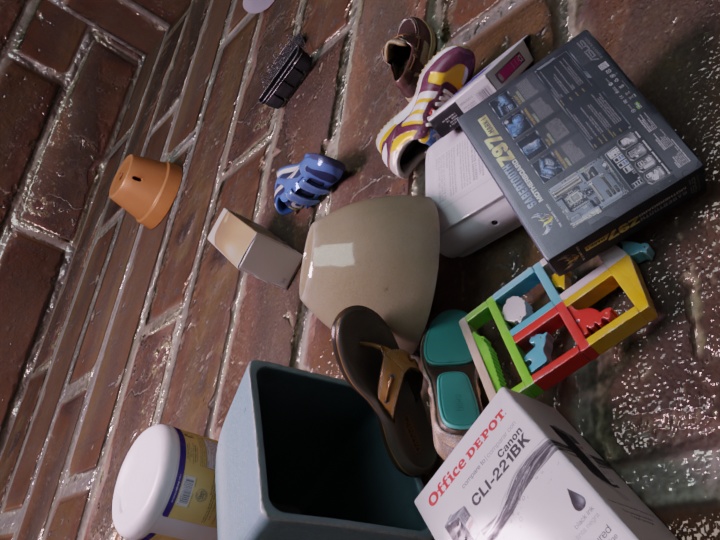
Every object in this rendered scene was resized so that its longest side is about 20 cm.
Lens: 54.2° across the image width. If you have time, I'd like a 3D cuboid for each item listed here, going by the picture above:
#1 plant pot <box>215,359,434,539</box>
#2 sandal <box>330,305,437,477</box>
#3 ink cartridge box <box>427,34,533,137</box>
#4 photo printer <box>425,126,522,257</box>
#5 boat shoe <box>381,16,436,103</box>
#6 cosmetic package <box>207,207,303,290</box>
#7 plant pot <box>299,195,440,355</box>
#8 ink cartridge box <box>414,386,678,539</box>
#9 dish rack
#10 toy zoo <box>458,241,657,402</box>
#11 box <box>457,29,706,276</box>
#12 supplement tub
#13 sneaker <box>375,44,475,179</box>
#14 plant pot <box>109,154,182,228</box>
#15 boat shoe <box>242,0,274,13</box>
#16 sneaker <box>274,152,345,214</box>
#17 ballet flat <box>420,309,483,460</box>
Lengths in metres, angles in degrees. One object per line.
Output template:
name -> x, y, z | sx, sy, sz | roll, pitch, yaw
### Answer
plant pot -> -0.067, 0.253, 0.788 | 0.200, 0.196, 0.196 | -57, 30, 30
sandal -> 0.037, 0.125, 0.741 | 0.055, 0.082, 0.200 | -20, 94, 46
ink cartridge box -> 0.162, -0.241, 0.904 | 0.095, 0.037, 0.200 | -33, 12, 40
photo printer -> 0.167, -0.125, 0.827 | 0.200, 0.069, 0.167 | -33, 42, 39
boat shoe -> 0.073, -0.352, 1.132 | 0.072, 0.072, 0.200 | -34, 42, 39
cosmetic package -> -0.192, -0.042, 1.262 | 0.071, 0.105, 0.200 | -61, 33, 2
plant pot -> 0.000, 0.000, 0.846 | 0.200, 0.134, 0.201 | -172, 90, -80
ink cartridge box -> 0.150, 0.216, 0.583 | 0.144, 0.084, 0.200 | -56, 31, 11
dish rack -> -0.175, -0.464, 1.600 | 0.153, 0.055, 0.200 | -47, 34, 23
toy zoo -> 0.193, 0.038, 0.680 | 0.200, 0.020, 0.131 | -39, 34, 18
box -> 0.208, -0.117, 0.690 | 0.158, 0.051, 0.200 | -33, 57, 13
supplement tub -> -0.206, 0.298, 0.933 | 0.145, 0.200, 0.146 | -35, 41, 37
sneaker -> 0.105, -0.219, 0.998 | 0.200, 0.075, 0.090 | -53, 40, 27
plant pot -> -0.618, -0.237, 2.000 | 0.200, 0.140, 0.200 | -34, 42, 38
boat shoe -> -0.249, -0.793, 1.951 | 0.200, 0.069, 0.057 | -34, 34, 31
sneaker -> -0.092, -0.148, 1.228 | 0.200, 0.074, 0.082 | -15, 56, 60
ballet flat -> 0.095, 0.122, 0.743 | 0.200, 0.068, 0.067 | -77, -14, -57
